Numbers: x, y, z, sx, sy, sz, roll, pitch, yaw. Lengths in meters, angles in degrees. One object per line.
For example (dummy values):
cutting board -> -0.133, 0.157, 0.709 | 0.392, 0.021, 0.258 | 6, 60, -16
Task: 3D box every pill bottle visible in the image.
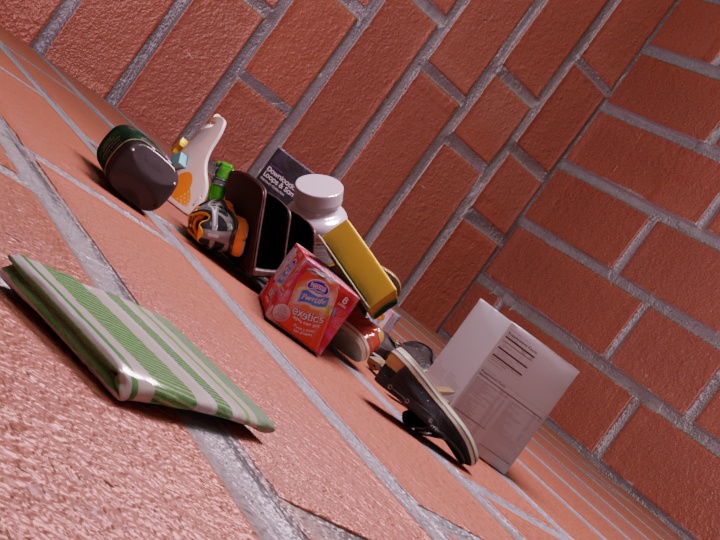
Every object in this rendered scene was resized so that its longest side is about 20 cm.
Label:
pill bottle -> -0.080, -0.055, 1.850 | 0.110, 0.202, 0.111 | 6, 31, -4

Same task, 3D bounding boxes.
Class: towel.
towel -> -0.158, 0.060, 0.799 | 0.152, 0.023, 0.200 | 39, 1, 26

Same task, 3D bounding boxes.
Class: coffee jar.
coffee jar -> -0.336, -0.155, 1.642 | 0.104, 0.086, 0.200 | 39, 0, -23

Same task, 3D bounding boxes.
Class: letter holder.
letter holder -> -0.147, -0.079, 1.736 | 0.100, 0.144, 0.200 | 4, 11, -24

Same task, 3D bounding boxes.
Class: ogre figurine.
ogre figurine -> -0.212, -0.101, 2.048 | 0.199, 0.120, 0.098 | 34, 7, -22

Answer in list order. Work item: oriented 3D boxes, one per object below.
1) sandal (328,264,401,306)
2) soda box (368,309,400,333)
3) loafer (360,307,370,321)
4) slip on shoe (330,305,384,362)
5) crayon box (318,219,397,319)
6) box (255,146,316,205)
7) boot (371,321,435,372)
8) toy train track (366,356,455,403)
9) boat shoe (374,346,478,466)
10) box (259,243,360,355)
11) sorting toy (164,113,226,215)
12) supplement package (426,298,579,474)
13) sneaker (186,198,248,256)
sandal -> -0.026, 0.013, 1.770 | 0.210, 0.078, 0.070 | -5, 19, 22
soda box -> -0.007, 0.068, 2.501 | 0.200, 0.064, 0.068 | 39, 3, 21
loafer -> -0.020, 0.080, 1.812 | 0.068, 0.070, 0.201 | 52, -1, -13
slip on shoe -> -0.038, 0.067, 1.697 | 0.200, 0.061, 0.075 | 39, -39, 36
crayon box -> 0.000, 0.000, 1.605 | 0.126, 0.051, 0.200 | 55, -2, 8
box -> -0.147, -0.099, 1.962 | 0.143, 0.201, 0.036 | 36, 3, 6
boot -> 0.062, 0.139, 2.009 | 0.174, 0.069, 0.200 | 37, 4, -22
toy train track -> 0.069, 0.181, 1.696 | 0.114, 0.033, 0.200 | 7, 12, -33
boat shoe -> 0.088, 0.191, 1.456 | 0.200, 0.062, 0.075 | 52, -9, -21
box -> -0.076, 0.037, 1.560 | 0.095, 0.100, 0.200 | 36, 2, -11
sorting toy -> -0.311, -0.215, 2.061 | 0.107, 0.181, 0.200 | 36, 2, -15
supplement package -> 0.214, 0.183, 1.775 | 0.147, 0.201, 0.191 | 36, 3, -13
sneaker -> -0.239, -0.074, 1.722 | 0.077, 0.079, 0.200 | 9, 6, -25
